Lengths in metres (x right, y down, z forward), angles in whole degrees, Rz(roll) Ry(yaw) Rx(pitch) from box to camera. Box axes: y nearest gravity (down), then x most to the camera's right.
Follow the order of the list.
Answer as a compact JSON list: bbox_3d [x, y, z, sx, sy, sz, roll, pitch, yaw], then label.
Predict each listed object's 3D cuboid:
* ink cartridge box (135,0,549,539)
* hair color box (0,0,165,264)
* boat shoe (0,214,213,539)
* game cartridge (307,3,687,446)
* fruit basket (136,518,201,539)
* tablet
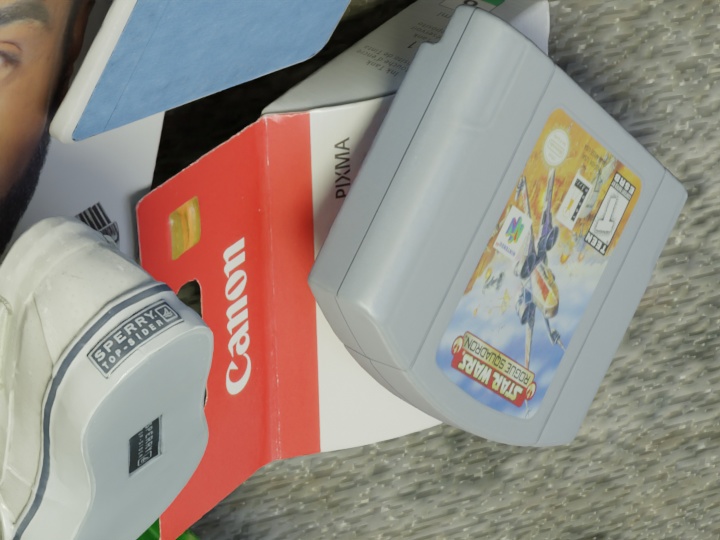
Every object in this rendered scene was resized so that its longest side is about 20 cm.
[{"bbox_3d":[0.000,0.000,0.953,0.200,0.050,0.162,-40,140,-42],"label":"ink cartridge box"},{"bbox_3d":[-0.134,-0.018,0.862,0.110,0.064,0.201,-7,120,-35],"label":"hair color box"},{"bbox_3d":[-0.103,0.039,0.831,0.074,0.086,0.202,-37,165,-20],"label":"boat shoe"},{"bbox_3d":[0.056,-0.005,0.963,0.200,0.041,0.134,32,79,-58],"label":"game cartridge"},{"bbox_3d":[-0.086,0.218,0.988,0.215,0.155,0.217,-10,111,-26],"label":"fruit basket"},{"bbox_3d":[-0.018,-0.123,0.784,0.130,0.014,0.200,-24,156,-44],"label":"tablet"}]
